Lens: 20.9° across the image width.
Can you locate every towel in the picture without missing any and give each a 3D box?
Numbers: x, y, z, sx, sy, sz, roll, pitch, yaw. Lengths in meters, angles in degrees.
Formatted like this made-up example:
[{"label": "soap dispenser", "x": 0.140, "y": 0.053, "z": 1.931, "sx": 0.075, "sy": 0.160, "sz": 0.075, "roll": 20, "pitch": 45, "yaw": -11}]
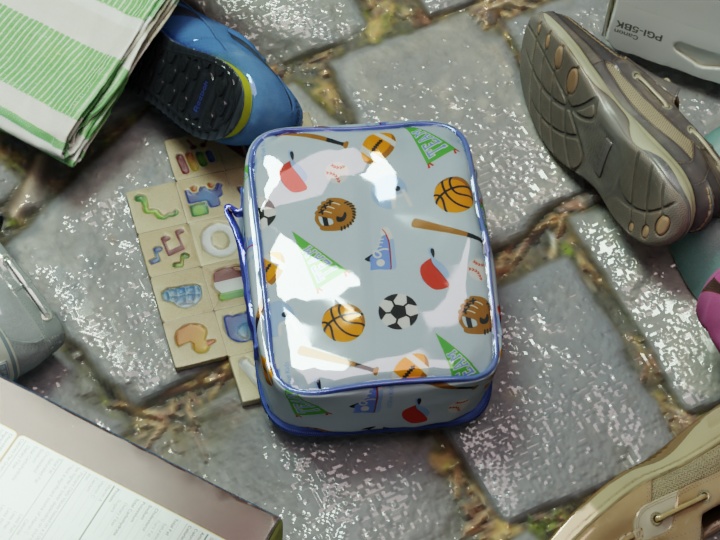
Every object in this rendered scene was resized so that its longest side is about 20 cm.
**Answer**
[{"label": "towel", "x": -0.188, "y": -0.179, "z": 1.269, "sx": 0.152, "sy": 0.023, "sz": 0.201, "roll": 26, "pitch": 80, "yaw": 30}]

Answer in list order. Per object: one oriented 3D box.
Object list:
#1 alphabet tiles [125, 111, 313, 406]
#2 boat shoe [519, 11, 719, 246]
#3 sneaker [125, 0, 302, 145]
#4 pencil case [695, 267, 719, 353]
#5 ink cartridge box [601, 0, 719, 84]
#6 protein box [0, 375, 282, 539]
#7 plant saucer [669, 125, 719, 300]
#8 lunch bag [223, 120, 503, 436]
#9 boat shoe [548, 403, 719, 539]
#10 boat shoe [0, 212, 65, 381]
[{"label": "alphabet tiles", "x": -0.053, "y": -0.012, "z": 1.240, "sx": 0.166, "sy": 0.006, "sz": 0.201, "roll": -13, "pitch": 61, "yaw": -12}, {"label": "boat shoe", "x": 0.172, "y": -0.094, "z": 1.270, "sx": 0.073, "sy": 0.075, "sz": 0.200, "roll": -10, "pitch": 52, "yaw": -29}, {"label": "sneaker", "x": -0.118, "y": -0.144, "z": 1.292, "sx": 0.200, "sy": 0.066, "sz": 0.078, "roll": 39, "pitch": 24, "yaw": 30}, {"label": "pencil case", "x": 0.279, "y": 0.071, "z": 1.137, "sx": 0.093, "sy": 0.091, "sz": 0.201, "roll": -32, "pitch": 65, "yaw": 8}, {"label": "ink cartridge box", "x": 0.267, "y": -0.228, "z": 1.338, "sx": 0.146, "sy": 0.083, "sz": 0.201, "roll": 19, "pitch": 55, "yaw": 8}, {"label": "protein box", "x": -0.158, "y": 0.176, "z": 1.006, "sx": 0.199, "sy": 0.199, "sz": 0.135, "roll": 26, "pitch": 61, "yaw": 11}, {"label": "plant saucer", "x": 0.299, "y": -0.033, "z": 1.260, "sx": 0.199, "sy": 0.036, "sz": 0.201, "roll": 2, "pitch": 59, "yaw": -3}, {"label": "lunch bag", "x": 0.000, "y": 0.000, "z": 1.190, "sx": 0.159, "sy": 0.076, "sz": 0.201, "roll": -5, "pitch": 61, "yaw": -5}, {"label": "boat shoe", "x": 0.170, "y": 0.149, "z": 1.120, "sx": 0.200, "sy": 0.071, "sz": 0.065, "roll": -34, "pitch": 67, "yaw": -24}, {"label": "boat shoe", "x": -0.251, "y": -0.016, "z": 1.199, "sx": 0.071, "sy": 0.070, "sz": 0.201, "roll": -26, "pitch": 68, "yaw": -30}]
